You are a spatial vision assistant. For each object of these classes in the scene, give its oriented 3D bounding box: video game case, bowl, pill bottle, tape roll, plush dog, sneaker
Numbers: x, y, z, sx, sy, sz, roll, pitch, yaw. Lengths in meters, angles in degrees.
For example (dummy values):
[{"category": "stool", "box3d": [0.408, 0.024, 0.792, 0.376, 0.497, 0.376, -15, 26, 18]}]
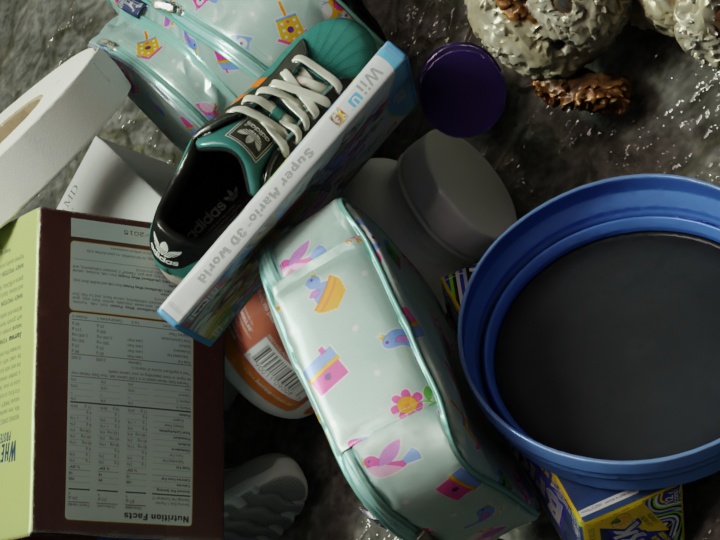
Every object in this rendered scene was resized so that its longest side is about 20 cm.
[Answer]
[{"category": "video game case", "box3d": [-0.038, -0.041, 1.302, 0.018, 0.143, 0.200, 40, 88, 7]}, {"category": "bowl", "box3d": [0.154, 0.034, 1.237, 0.199, 0.039, 0.201, -8, 51, 10]}, {"category": "pill bottle", "box3d": [0.000, 0.000, 1.421, 0.200, 0.112, 0.113, -38, 50, 27]}, {"category": "tape roll", "box3d": [-0.236, -0.067, 1.453, 0.203, 0.037, 0.203, -38, 14, 12]}, {"category": "plush dog", "box3d": [0.139, -0.191, 1.345, 0.171, 0.200, 0.161, -36, 16, 15]}, {"category": "sneaker", "box3d": [-0.056, -0.077, 1.351, 0.071, 0.080, 0.200, 35, 80, 8]}, {"category": "sneaker", "box3d": [-0.118, 0.156, 1.499, 0.200, 0.075, 0.082, -28, 57, 35]}]

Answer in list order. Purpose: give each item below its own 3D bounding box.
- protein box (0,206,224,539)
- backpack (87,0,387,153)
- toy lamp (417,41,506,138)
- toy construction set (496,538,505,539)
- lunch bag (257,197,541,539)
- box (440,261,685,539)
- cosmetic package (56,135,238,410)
[{"category": "protein box", "box3d": [-0.191, 0.084, 1.433, 0.198, 0.134, 0.201, -20, 67, 55]}, {"category": "backpack", "box3d": [-0.072, -0.143, 1.497, 0.200, 0.176, 0.154, 21, 70, 46]}, {"category": "toy lamp", "box3d": [0.062, -0.112, 1.375, 0.058, 0.058, 0.200, -59, 1, 8]}, {"category": "toy construction set", "box3d": [0.024, 0.241, 1.306, 0.131, 0.092, 0.201, 18, 83, 56]}, {"category": "lunch bag", "box3d": [0.023, 0.070, 1.265, 0.077, 0.160, 0.201, -29, 62, 9]}, {"category": "box", "box3d": [0.116, 0.080, 1.285, 0.064, 0.070, 0.200, -22, 49, -8]}, {"category": "cosmetic package", "box3d": [-0.144, 0.000, 1.589, 0.200, 0.081, 0.113, 38, 103, 46]}]
